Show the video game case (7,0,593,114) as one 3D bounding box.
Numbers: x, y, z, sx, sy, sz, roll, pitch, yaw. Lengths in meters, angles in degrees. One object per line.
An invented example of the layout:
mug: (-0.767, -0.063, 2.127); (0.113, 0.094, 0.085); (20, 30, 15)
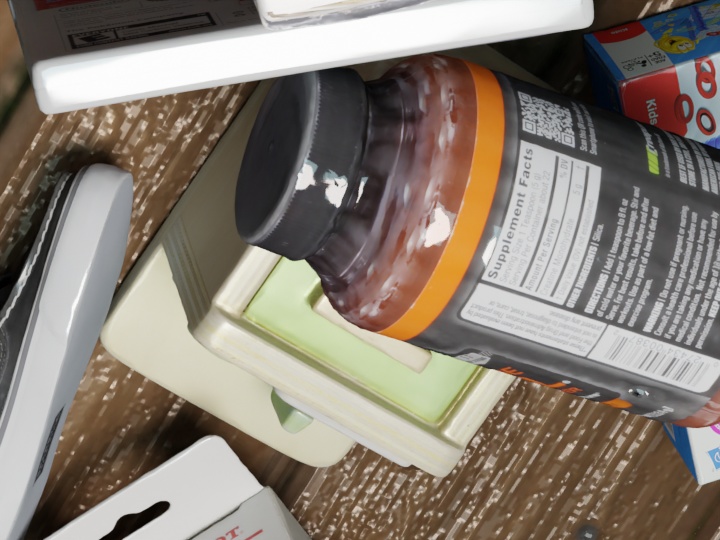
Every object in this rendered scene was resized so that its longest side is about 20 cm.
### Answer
video game case: (-0.030, -0.104, 1.061); (0.199, 0.182, 0.023); (-10, 109, -7)

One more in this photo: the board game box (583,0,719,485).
board game box: (0.212, -0.030, 1.218); (0.195, 0.056, 0.201); (-17, 116, -4)

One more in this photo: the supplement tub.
supplement tub: (0.057, -0.016, 1.046); (0.199, 0.107, 0.107); (18, 109, -19)

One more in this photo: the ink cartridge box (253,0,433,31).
ink cartridge box: (-0.022, -0.190, 1.015); (0.084, 0.200, 0.146); (-14, 116, -6)

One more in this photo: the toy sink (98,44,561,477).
toy sink: (0.000, 0.000, 1.154); (0.130, 0.112, 0.200); (31, 104, -22)

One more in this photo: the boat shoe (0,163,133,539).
boat shoe: (-0.151, 0.041, 1.172); (0.066, 0.070, 0.201); (22, 114, 4)

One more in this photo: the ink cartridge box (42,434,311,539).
ink cartridge box: (-0.053, 0.175, 1.222); (0.116, 0.067, 0.200); (-33, 131, 4)
